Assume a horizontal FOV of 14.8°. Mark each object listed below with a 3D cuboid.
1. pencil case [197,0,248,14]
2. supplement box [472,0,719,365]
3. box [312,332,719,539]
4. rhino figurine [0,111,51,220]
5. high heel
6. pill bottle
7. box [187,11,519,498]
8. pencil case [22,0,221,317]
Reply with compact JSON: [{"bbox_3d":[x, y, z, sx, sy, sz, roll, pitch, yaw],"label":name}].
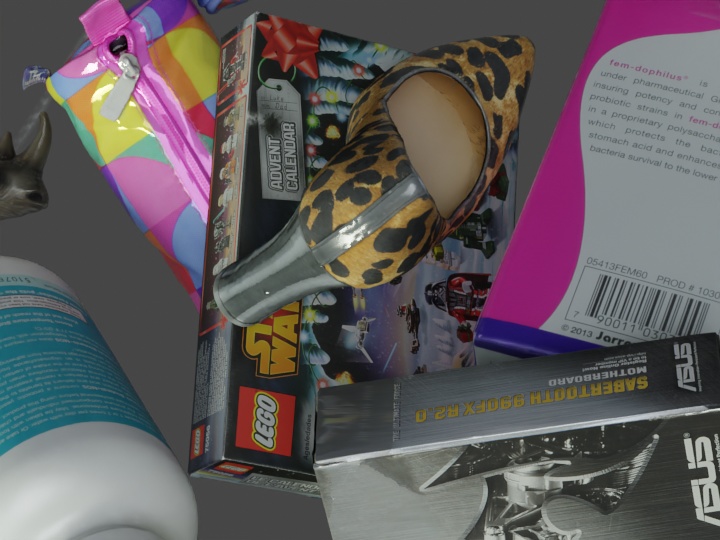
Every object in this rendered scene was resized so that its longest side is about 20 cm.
[{"bbox_3d":[-0.086,-0.216,1.237,0.087,0.078,0.201,-32,93,19],"label":"pencil case"},{"bbox_3d":[0.126,-0.013,1.163,0.100,0.104,0.201,15,59,15],"label":"supplement box"},{"bbox_3d":[0.077,0.124,1.087,0.157,0.048,0.201,-8,126,6],"label":"box"},{"bbox_3d":[-0.221,-0.009,1.273,0.200,0.060,0.088,-39,94,4],"label":"rhino figurine"},{"bbox_3d":[0.038,-0.053,1.131,0.072,0.142,0.200,51,58,-6],"label":"high heel"},{"bbox_3d":[-0.138,0.088,1.190,0.110,0.200,0.111,-14,127,-19],"label":"pill bottle"},{"bbox_3d":[0.000,0.000,1.203,0.136,0.040,0.202,12,70,-25],"label":"box"},{"bbox_3d":[-0.065,-0.032,1.247,0.088,0.088,0.201,-33,93,6],"label":"pencil case"}]
